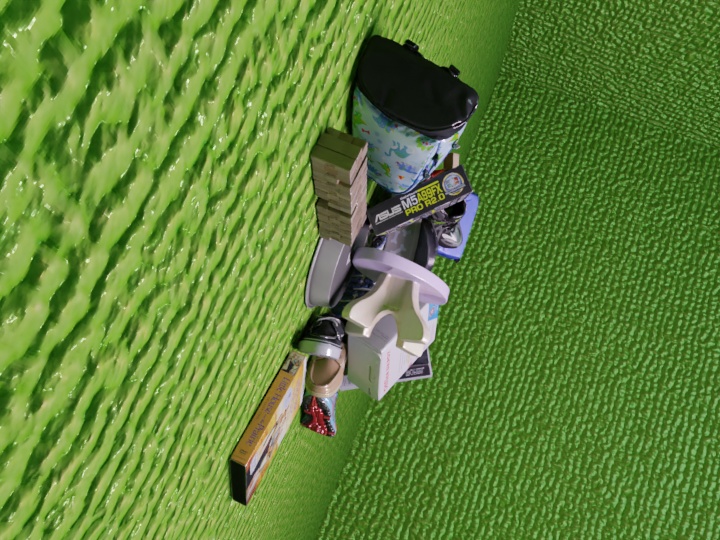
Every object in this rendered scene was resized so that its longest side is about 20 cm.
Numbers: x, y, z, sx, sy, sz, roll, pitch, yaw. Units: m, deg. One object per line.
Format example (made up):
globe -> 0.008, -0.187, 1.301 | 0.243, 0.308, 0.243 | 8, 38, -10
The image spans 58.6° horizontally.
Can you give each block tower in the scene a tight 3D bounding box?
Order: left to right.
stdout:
block tower -> -0.025, -0.102, 0.834 | 0.201, 0.057, 0.055 | 93, 21, -66

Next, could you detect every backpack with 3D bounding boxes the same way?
backpack -> 0.058, -0.195, 0.870 | 0.156, 0.161, 0.200 | -60, 178, 0
backpack -> 0.141, -0.133, 1.431 | 0.199, 0.166, 0.165 | 22, -91, 62

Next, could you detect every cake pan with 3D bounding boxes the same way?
cake pan -> -0.031, -0.029, 1.021 | 0.200, 0.036, 0.204 | 21, 89, -81

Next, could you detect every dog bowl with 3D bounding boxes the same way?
dog bowl -> 0.067, -0.077, 1.257 | 0.200, 0.057, 0.205 | -171, -90, -81

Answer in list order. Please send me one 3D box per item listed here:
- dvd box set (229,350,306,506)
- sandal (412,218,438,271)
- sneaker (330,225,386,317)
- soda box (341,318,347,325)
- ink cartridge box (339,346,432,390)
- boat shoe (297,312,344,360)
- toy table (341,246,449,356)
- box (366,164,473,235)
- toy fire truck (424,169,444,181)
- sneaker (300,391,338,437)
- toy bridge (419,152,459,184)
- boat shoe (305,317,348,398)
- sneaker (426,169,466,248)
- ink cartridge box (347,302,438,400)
dvd box set -> -0.141, 0.245, 0.999 | 0.148, 0.029, 0.202 | 101, 14, -48
sandal -> 0.122, -0.066, 1.212 | 0.201, 0.042, 0.077 | -96, -162, -59
sneaker -> 0.000, 0.000, 1.167 | 0.085, 0.076, 0.203 | 100, 13, -68
soda box -> 0.008, 0.052, 1.365 | 0.200, 0.062, 0.070 | -52, 161, -60
ink cartridge box -> 0.047, 0.165, 1.373 | 0.201, 0.193, 0.048 | -92, 171, -58
boat shoe -> -0.063, 0.106, 1.080 | 0.200, 0.070, 0.073 | 139, -35, -87
toy table -> 0.056, 0.056, 1.043 | 0.183, 0.198, 0.119 | -8, -120, 58
box -> 0.095, -0.107, 1.022 | 0.200, 0.158, 0.045 | -28, 94, -82
toy fire truck -> 0.121, -0.242, 1.165 | 0.140, 0.048, 0.203 | -36, 112, -36
sneaker -> -0.072, 0.279, 1.347 | 0.202, 0.078, 0.097 | 99, 13, -55
toy bridge -> 0.094, -0.176, 1.091 | 0.197, 0.027, 0.069 | 0, 93, -42
boat shoe -> -0.058, 0.157, 1.205 | 0.201, 0.070, 0.066 | -73, 174, -58
sneaker -> 0.171, -0.108, 1.273 | 0.071, 0.082, 0.201 | -42, 141, -17
ink cartridge box -> 0.063, 0.127, 1.235 | 0.200, 0.084, 0.147 | -42, 147, -37
